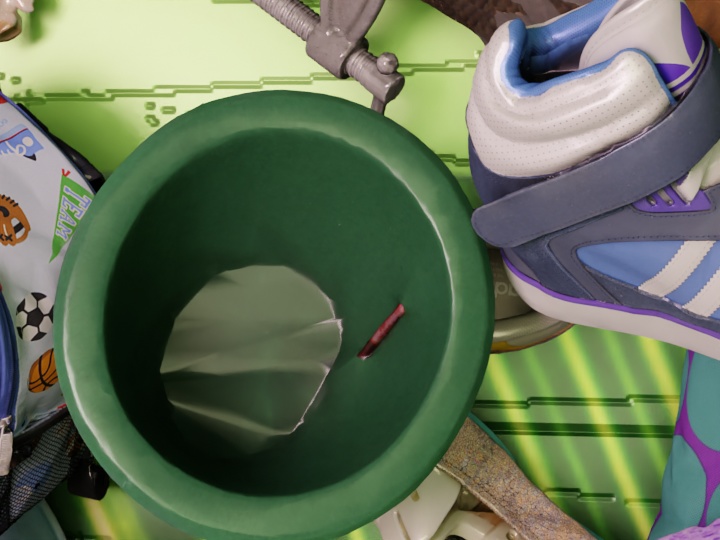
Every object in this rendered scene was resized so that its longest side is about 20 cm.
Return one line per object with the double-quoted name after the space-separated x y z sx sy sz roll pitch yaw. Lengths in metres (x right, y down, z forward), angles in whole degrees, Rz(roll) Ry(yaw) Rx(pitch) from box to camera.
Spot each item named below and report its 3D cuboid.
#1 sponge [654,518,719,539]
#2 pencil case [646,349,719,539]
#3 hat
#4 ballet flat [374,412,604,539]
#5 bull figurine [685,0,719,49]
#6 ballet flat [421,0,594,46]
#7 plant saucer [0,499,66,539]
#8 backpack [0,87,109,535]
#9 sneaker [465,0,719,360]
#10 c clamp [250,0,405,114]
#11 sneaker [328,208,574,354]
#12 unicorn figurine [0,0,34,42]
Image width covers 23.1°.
0.178 0.175 0.725 0.111 0.030 0.201 -24 121 7 "sponge"
0.172 0.036 0.747 0.092 0.085 0.201 9 93 43 "pencil case"
-0.045 0.040 0.743 0.165 0.176 0.201 30 80 -1 "hat"
0.052 0.115 0.762 0.200 0.068 0.067 37 53 5 "ballet flat"
0.136 -0.135 0.741 0.121 0.065 0.201 -1 115 -16 "bull figurine"
0.055 -0.120 0.725 0.200 0.046 0.068 30 136 31 "ballet flat"
-0.225 0.163 0.789 0.199 0.036 0.201 3 76 -13 "plant saucer"
-0.190 0.007 0.719 0.199 0.154 0.191 33 129 10 "backpack"
0.134 -0.039 0.633 0.199 0.147 0.081 7 51 19 "sneaker"
-0.050 -0.147 0.760 0.200 0.171 0.027 43 51 15 "c clamp"
0.000 0.000 0.761 0.199 0.090 0.075 -2 90 4 "sneaker"
-0.240 -0.140 0.801 0.199 0.074 0.138 -28 79 -8 "unicorn figurine"
